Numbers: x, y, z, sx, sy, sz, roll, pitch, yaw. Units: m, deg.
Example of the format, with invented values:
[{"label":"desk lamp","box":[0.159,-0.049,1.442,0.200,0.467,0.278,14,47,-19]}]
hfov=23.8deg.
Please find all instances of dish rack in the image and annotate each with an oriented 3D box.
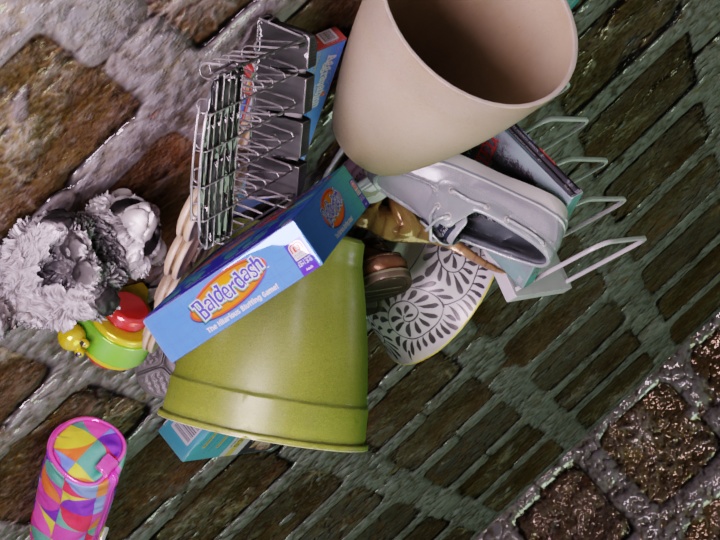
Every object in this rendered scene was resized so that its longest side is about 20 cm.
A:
[{"label":"dish rack","box":[-0.091,-0.105,1.319,0.200,0.054,0.155,-39,137,-61]}]

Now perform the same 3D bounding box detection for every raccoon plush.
[{"label":"raccoon plush","box":[-0.252,-0.008,1.387,0.198,0.098,0.134,-12,-168,19]}]

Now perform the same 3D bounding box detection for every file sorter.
[{"label":"file sorter","box":[0.189,-0.089,1.776,0.124,0.201,0.138,-31,167,29]}]

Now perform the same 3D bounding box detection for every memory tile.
[{"label":"memory tile","box":[-0.136,-0.032,1.454,0.154,0.017,0.201,-61,176,-44]}]

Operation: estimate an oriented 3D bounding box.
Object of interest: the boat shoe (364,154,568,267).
[{"label":"boat shoe","box":[0.094,-0.057,1.584,0.070,0.199,0.072,107,3,-56]}]

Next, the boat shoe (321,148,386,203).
[{"label":"boat shoe","box":[0.033,-0.135,1.624,0.065,0.075,0.202,-15,155,-50]}]

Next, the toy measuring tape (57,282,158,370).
[{"label":"toy measuring tape","box":[-0.196,0.048,1.572,0.199,0.074,0.074,-17,148,-49]}]

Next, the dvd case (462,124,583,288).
[{"label":"dvd case","box":[0.122,-0.096,1.678,0.022,0.200,0.146,-27,156,-34]}]

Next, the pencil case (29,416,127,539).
[{"label":"pencil case","box":[-0.289,0.232,1.755,0.088,0.088,0.201,-30,156,-31]}]

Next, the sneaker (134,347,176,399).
[{"label":"sneaker","box":[-0.130,0.074,1.731,0.198,0.077,0.114,-27,179,-2]}]

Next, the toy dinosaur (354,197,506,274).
[{"label":"toy dinosaur","box":[0.048,-0.048,1.745,0.198,0.107,0.061,16,139,-14]}]

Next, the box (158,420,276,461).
[{"label":"box","box":[-0.141,0.168,1.948,0.082,0.049,0.200,-49,159,18]}]

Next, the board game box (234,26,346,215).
[{"label":"board game box","box":[-0.079,-0.125,1.510,0.103,0.019,0.201,-26,155,-33]}]

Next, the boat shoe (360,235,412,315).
[{"label":"boat shoe","box":[0.000,0.000,1.708,0.071,0.069,0.200,-6,170,-16]}]

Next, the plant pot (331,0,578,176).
[{"label":"plant pot","box":[0.057,-0.172,1.479,0.187,0.188,0.200,-26,169,-37]}]

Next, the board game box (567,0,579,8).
[{"label":"board game box","box":[0.184,-0.312,1.577,0.151,0.047,0.200,-47,159,13]}]

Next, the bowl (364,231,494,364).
[{"label":"bowl","box":[0.056,-0.008,1.843,0.094,0.201,0.201,32,122,-23]}]

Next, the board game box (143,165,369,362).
[{"label":"board game box","box":[-0.081,-0.009,1.395,0.152,0.045,0.200,-33,-173,17]}]

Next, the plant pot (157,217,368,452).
[{"label":"plant pot","box":[-0.074,0.055,1.589,0.200,0.199,0.195,13,87,-66]}]
